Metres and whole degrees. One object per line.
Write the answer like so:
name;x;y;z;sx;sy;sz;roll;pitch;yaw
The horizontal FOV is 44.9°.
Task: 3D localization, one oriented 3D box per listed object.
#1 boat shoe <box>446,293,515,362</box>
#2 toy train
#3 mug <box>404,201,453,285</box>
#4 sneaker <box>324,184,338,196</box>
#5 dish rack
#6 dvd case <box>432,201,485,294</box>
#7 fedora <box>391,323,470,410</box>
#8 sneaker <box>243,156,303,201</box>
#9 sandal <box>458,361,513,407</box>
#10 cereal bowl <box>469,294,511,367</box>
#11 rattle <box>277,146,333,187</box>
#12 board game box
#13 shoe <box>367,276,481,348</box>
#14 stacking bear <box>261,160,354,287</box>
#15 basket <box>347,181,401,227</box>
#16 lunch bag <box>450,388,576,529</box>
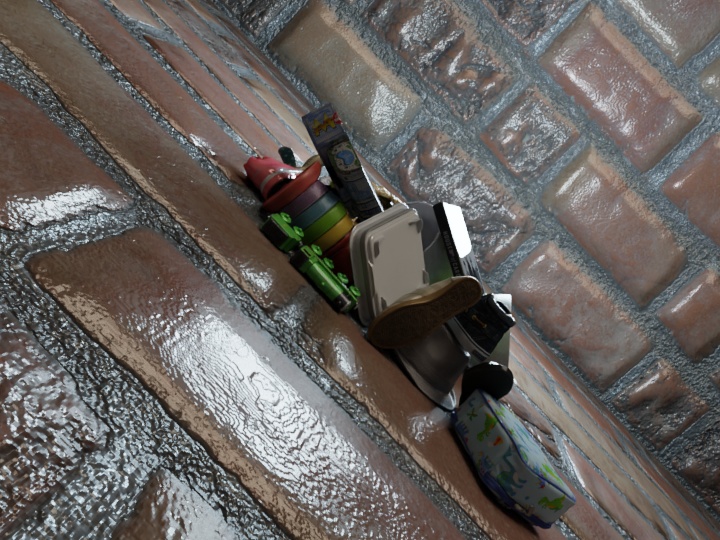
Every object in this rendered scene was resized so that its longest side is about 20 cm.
boat shoe;0.188;0.067;1.440;0.071;0.091;0.200;38;10;-30
toy train;-0.077;-0.012;1.356;0.200;0.042;0.056;47;20;4
mug;0.113;-0.038;1.687;0.201;0.147;0.176;-98;163;-44
sneaker;-0.072;-0.124;1.629;0.200;0.082;0.072;-54;126;-74
dish rack;0.056;-0.011;1.441;0.200;0.043;0.173;-30;117;-53
dvd case;0.185;-0.022;1.588;0.150;0.025;0.201;0;73;-72
fedora;0.122;0.128;1.455;0.177;0.090;0.200;38;13;-37
sneaker;-0.154;-0.177;1.583;0.087;0.074;0.200;43;9;5
sandal;0.196;0.182;1.398;0.075;0.048;0.201;16;-28;2
cereal bowl;0.265;0.145;1.801;0.083;0.201;0.200;5;7;7
rattle;-0.118;-0.192;1.804;0.199;0.131;0.143;10;15;-26
board game box;-0.027;-0.174;1.495;0.200;0.061;0.200;61;4;-38
shoe;0.098;0.066;1.385;0.070;0.199;0.053;69;-13;-14
stacking bear;-0.059;-0.064;1.453;0.200;0.121;0.114;52;7;-9
basket;0.041;-0.080;1.756;0.200;0.143;0.149;39;6;-34
lunch bag;0.228;0.283;1.309;0.161;0.082;0.200;39;12;-33
